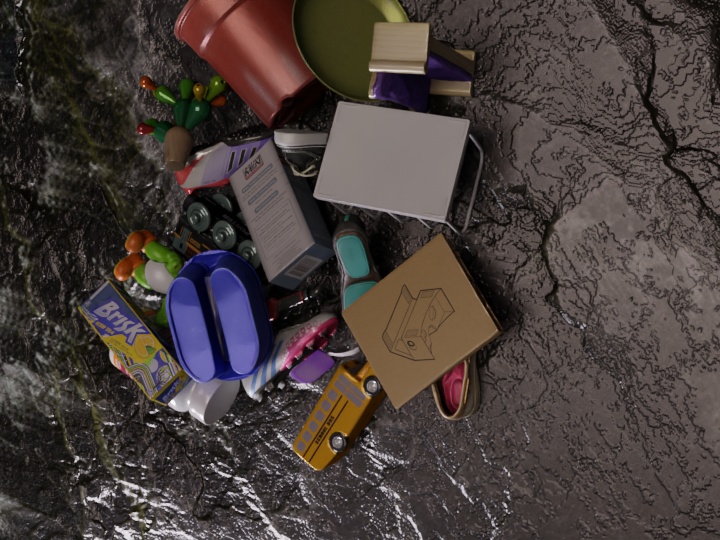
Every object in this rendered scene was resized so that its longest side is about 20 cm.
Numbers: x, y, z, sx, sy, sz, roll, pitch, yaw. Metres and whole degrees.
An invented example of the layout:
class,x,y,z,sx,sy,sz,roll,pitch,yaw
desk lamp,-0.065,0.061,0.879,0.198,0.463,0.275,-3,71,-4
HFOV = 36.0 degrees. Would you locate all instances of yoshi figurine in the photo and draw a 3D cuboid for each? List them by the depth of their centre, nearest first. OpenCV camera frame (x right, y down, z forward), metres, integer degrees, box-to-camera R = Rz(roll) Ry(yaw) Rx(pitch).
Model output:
class,x,y,z,sx,sy,sz,roll,pitch,yaw
yoshi figurine,-0.300,0.031,1.748,0.199,0.113,0.113,36,77,10

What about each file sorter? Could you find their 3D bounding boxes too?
class,x,y,z,sx,sy,sz,roll,pitch,yaw
file sorter,0.061,-0.137,1.552,0.197,0.124,0.141,12,82,24

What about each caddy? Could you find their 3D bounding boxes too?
class,x,y,z,sx,sy,sz,roll,pitch,yaw
caddy,-0.211,0.072,1.663,0.139,0.105,0.203,-12,98,9

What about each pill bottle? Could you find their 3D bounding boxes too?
class,x,y,z,sx,sy,sz,roll,pitch,yaw
pill bottle,-0.296,0.155,1.777,0.198,0.109,0.111,32,108,20

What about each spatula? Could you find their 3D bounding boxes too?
class,x,y,z,sx,sy,sz,roll,pitch,yaw
spatula,-0.015,0.120,1.673,0.198,0.056,0.021,-26,52,18

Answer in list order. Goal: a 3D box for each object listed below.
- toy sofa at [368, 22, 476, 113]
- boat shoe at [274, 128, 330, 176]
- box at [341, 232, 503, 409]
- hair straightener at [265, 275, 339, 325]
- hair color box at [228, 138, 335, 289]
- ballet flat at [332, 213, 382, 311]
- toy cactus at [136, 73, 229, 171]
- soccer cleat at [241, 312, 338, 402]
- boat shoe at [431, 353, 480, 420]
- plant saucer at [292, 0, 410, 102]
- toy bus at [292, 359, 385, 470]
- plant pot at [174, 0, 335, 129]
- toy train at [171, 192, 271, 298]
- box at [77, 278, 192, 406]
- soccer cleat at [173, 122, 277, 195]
class,x,y,z,sx,sy,sz,roll,pitch,yaw
toy sofa,0.086,-0.267,1.498,0.082,0.199,0.099,7,92,24
boat shoe,-0.070,-0.165,1.583,0.070,0.200,0.065,7,94,17
box,0.084,0.072,1.561,0.199,0.021,0.165,-38,71,24
hair straightener,-0.097,0.046,1.689,0.199,0.076,0.042,-29,70,43
hair color box,-0.118,-0.084,1.656,0.099,0.060,0.202,-38,58,24
ballet flat,0.000,0.000,1.628,0.067,0.069,0.202,-4,131,3
toy cactus,-0.279,-0.236,1.715,0.198,0.102,0.167,-15,56,30
soccer cleat,-0.119,0.116,1.709,0.200,0.070,0.087,-45,70,21
boat shoe,0.128,0.115,1.587,0.073,0.069,0.204,-10,91,26
plant saucer,-0.013,-0.327,1.562,0.031,0.198,0.203,-27,83,57
toy bus,-0.019,0.207,1.672,0.078,0.065,0.202,37,110,19
plant pot,-0.135,-0.327,1.614,0.200,0.200,0.196,-39,86,24
toy train,-0.207,-0.035,1.734,0.199,0.085,0.115,36,122,15
box,-0.345,0.110,1.709,0.070,0.064,0.200,-43,69,-2
soccer cleat,-0.204,-0.172,1.731,0.197,0.068,0.074,-17,108,25
